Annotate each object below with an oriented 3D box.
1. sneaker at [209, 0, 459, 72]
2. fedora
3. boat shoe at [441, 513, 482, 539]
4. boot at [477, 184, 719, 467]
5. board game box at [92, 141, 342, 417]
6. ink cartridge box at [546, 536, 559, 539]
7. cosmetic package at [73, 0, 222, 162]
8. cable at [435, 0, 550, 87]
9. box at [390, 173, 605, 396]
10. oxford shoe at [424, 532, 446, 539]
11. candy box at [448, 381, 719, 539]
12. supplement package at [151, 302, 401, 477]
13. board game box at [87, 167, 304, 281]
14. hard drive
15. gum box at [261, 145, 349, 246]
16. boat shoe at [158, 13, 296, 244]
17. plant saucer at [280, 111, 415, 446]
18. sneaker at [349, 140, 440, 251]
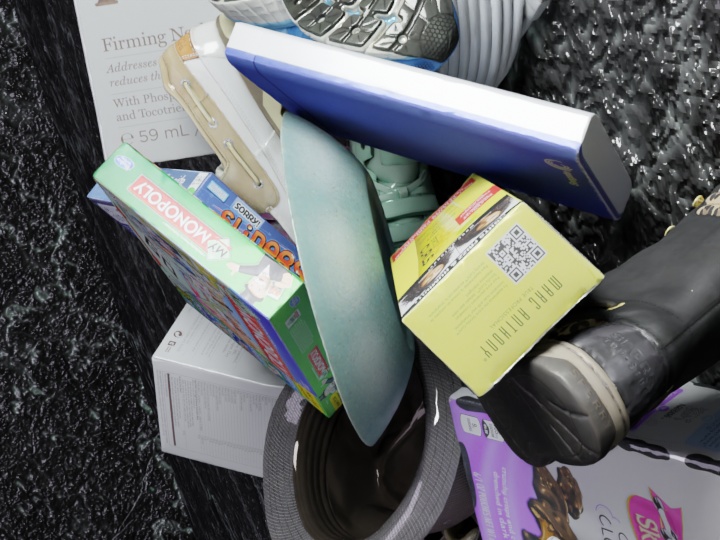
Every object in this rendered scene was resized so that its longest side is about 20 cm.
[{"bbox_3d":[-0.004,-0.148,0.683,0.090,0.078,0.200,43,172,-39],"label":"sneaker"},{"bbox_3d":[0.024,0.123,0.796,0.200,0.090,0.177,-42,45,39],"label":"fedora"},{"bbox_3d":[0.090,0.190,0.910,0.200,0.065,0.073,53,159,-19],"label":"boat shoe"},{"bbox_3d":[0.129,0.026,0.571,0.073,0.151,0.200,55,171,2],"label":"boot"},{"bbox_3d":[-0.074,0.013,0.700,0.135,0.029,0.200,38,168,20],"label":"board game box"},{"bbox_3d":[0.054,0.260,0.632,0.083,0.200,0.147,41,142,19],"label":"ink cartridge box"},{"bbox_3d":[-0.120,-0.196,0.880,0.166,0.167,0.200,-107,8,-76],"label":"cosmetic package"},{"bbox_3d":[0.029,-0.192,0.731,0.200,0.069,0.200,60,159,22],"label":"cable"},{"bbox_3d":[0.058,-0.002,0.569,0.050,0.075,0.200,44,-173,-5],"label":"box"},{"bbox_3d":[0.078,0.160,0.969,0.071,0.073,0.200,46,151,49],"label":"oxford shoe"},{"bbox_3d":[0.159,0.146,0.660,0.200,0.072,0.168,8,119,48],"label":"candy box"},{"bbox_3d":[-0.052,0.097,0.947,0.200,0.110,0.114,13,131,11],"label":"supplement package"},{"bbox_3d":[-0.106,-0.019,0.832,0.135,0.034,0.200,42,166,-27],"label":"board game box"},{"bbox_3d":[0.040,-0.080,0.638,0.200,0.025,0.132,19,176,23],"label":"hard drive"},{"bbox_3d":[-0.029,0.005,1.014,0.066,0.114,0.200,7,131,16],"label":"gum box"},{"bbox_3d":[-0.066,-0.076,0.797,0.075,0.068,0.200,-85,-30,-70],"label":"boat shoe"},{"bbox_3d":[0.000,0.000,0.682,0.201,0.039,0.201,-15,-90,-84],"label":"plant saucer"},{"bbox_3d":[0.024,-0.053,0.842,0.200,0.074,0.118,-110,12,-52],"label":"sneaker"}]
